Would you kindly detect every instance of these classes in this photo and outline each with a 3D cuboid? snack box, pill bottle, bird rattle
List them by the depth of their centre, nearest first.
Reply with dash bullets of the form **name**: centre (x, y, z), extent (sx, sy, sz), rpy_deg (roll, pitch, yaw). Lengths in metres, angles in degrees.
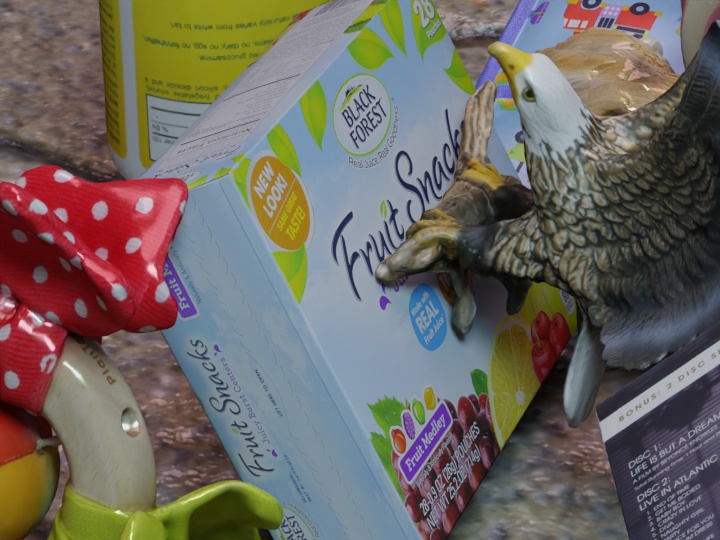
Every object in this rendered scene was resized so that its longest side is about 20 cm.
- **bird rattle**: centre (-0.123, 0.060, 1.054), extent (0.162, 0.201, 0.113), rpy_deg (-16, 20, 26)
- **snack box**: centre (0.000, 0.000, 1.162), extent (0.067, 0.169, 0.200), rpy_deg (-18, 17, 29)
- **pill bottle**: centre (-0.059, -0.099, 1.323), extent (0.112, 0.201, 0.113), rpy_deg (-1, 28, 0)

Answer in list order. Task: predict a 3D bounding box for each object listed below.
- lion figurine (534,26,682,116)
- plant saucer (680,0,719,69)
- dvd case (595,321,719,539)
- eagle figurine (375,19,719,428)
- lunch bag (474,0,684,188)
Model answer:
- **lion figurine**: centre (0.141, -0.008, 1.214), extent (0.122, 0.201, 0.072), rpy_deg (-14, 9, 42)
- **plant saucer**: centre (0.201, -0.073, 1.202), extent (0.051, 0.201, 0.200), rpy_deg (-41, 44, -24)
- **dvd case**: centre (0.146, 0.063, 0.879), extent (0.148, 0.016, 0.200), rpy_deg (-35, 30, 16)
- **eagle figurine**: centre (0.104, -0.036, 1.082), extent (0.199, 0.153, 0.151), rpy_deg (-16, -20, 34)
- **lunch bag**: centre (0.114, -0.038, 1.348), extent (0.150, 0.094, 0.200), rpy_deg (13, 44, 23)
